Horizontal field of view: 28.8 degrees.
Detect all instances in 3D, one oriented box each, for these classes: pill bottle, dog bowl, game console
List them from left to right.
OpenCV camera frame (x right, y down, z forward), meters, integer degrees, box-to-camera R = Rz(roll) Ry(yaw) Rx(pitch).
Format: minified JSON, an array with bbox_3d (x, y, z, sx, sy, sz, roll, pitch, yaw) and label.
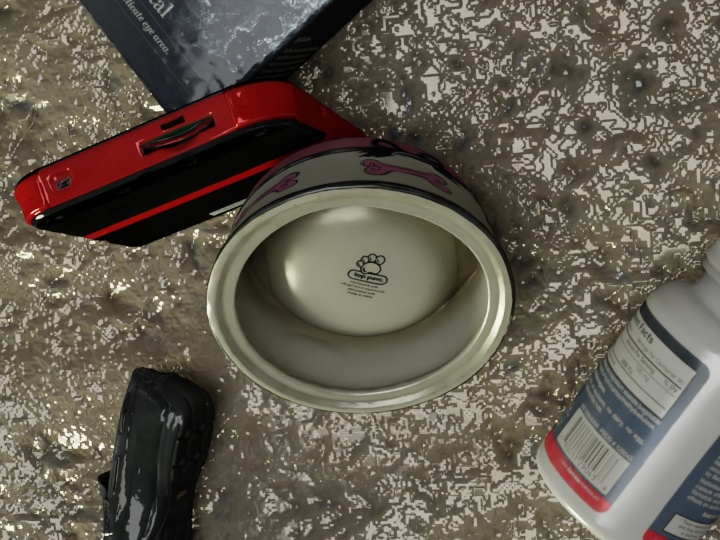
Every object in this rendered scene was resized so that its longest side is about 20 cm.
[{"bbox_3d":[-0.108,-0.066,0.917,0.198,0.177,0.031,-20,81,16],"label":"game console"},{"bbox_3d":[0.000,0.000,0.913,0.197,0.074,0.202,0,133,0],"label":"dog bowl"},{"bbox_3d":[0.213,0.077,0.892,0.119,0.120,0.201,36,106,5],"label":"pill bottle"}]

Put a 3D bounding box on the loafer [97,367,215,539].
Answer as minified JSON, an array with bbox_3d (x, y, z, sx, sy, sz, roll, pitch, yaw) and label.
[{"bbox_3d":[-0.160,0.168,1.032,0.070,0.068,0.203,23,108,28],"label":"loafer"}]

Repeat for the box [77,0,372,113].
[{"bbox_3d":[-0.089,-0.229,0.911,0.199,0.117,0.197,-40,90,16],"label":"box"}]
